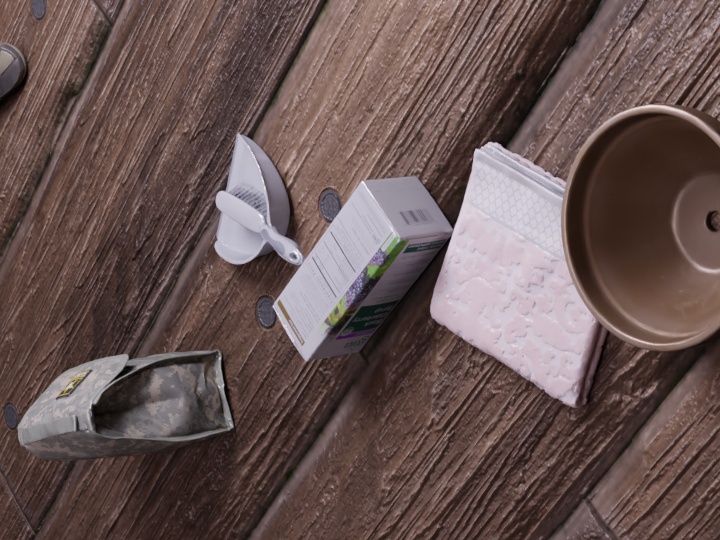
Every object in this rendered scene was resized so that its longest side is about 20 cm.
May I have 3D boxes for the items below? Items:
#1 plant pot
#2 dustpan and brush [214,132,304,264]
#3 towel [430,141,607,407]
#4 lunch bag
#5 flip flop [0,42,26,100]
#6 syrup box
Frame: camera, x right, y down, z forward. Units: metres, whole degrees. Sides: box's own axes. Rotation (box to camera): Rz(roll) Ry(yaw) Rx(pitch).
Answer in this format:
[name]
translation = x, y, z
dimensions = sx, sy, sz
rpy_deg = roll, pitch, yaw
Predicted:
[plant pot]
translation = 0.270, -0.037, 1.417
dimensions = 0.200, 0.092, 0.202
rpy_deg = 7, 99, 46
[dustpan and brush]
translation = -0.107, -0.053, 1.849
dimensions = 0.200, 0.057, 0.140
rpy_deg = 32, 118, 40
[towel]
translation = 0.156, 0.002, 1.592
dimensions = 0.200, 0.032, 0.192
rpy_deg = 33, 119, 41
[lunch bag]
translation = -0.278, 0.158, 1.962
dimensions = 0.164, 0.199, 0.118
rpy_deg = -16, 84, 48
[flip flop]
translation = -0.514, -0.248, 2.272
dimensions = 0.200, 0.058, 0.081
rpy_deg = -28, 107, 31
[syrup box]
translation = 0.000, 0.000, 1.726
dimensions = 0.082, 0.079, 0.200
rpy_deg = 57, 132, 25
